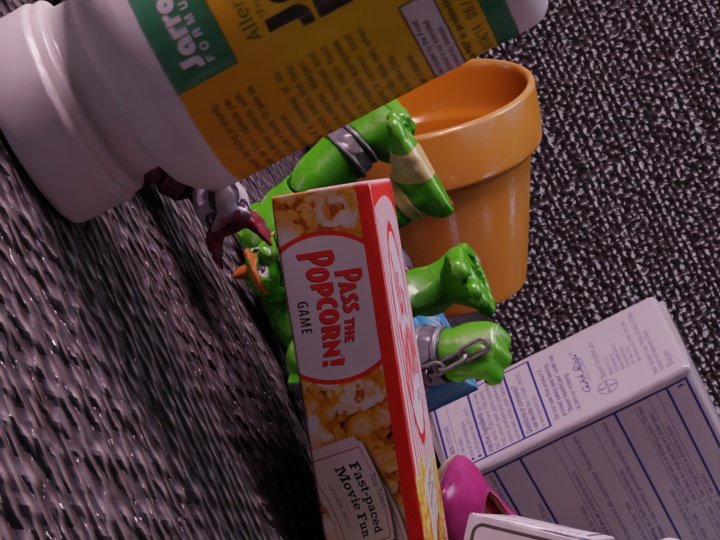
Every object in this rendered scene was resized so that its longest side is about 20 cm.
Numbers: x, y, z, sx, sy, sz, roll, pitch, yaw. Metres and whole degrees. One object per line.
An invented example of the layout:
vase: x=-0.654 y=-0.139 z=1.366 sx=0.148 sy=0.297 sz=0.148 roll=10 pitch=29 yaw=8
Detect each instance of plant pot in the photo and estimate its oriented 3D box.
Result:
plant pot: x=0.071 y=-0.066 z=1.711 sx=0.200 sy=0.200 sz=0.184 roll=-103 pitch=179 yaw=-68

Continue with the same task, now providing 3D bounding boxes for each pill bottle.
pill bottle: x=-0.040 y=-0.100 z=0.739 sx=0.113 sy=0.200 sz=0.113 roll=62 pitch=6 yaw=-11

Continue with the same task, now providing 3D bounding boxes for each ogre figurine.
ogre figurine: x=0.000 y=0.000 z=1.049 sx=0.200 sy=0.120 sz=0.098 roll=64 pitch=10 yaw=20

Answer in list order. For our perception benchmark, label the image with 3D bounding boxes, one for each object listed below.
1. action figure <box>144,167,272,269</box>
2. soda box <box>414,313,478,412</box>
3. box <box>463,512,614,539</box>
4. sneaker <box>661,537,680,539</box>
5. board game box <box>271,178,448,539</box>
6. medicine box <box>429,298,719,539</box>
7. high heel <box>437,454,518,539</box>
action figure: x=-0.095 y=-0.095 z=0.918 sx=0.149 sy=0.134 sz=0.200 roll=-19 pitch=-96 yaw=54
soda box: x=0.023 y=0.056 z=1.246 sx=0.064 sy=0.068 sz=0.200 roll=65 pitch=6 yaw=12
box: x=0.083 y=0.182 z=0.977 sx=0.200 sy=0.060 sz=0.117 roll=32 pitch=71 yaw=-78
sneaker: x=0.104 y=0.206 z=0.835 sx=0.075 sy=0.200 sz=0.100 roll=9 pitch=-19 yaw=42
board game box: x=0.003 y=0.059 z=0.902 sx=0.152 sy=0.046 sz=0.201 roll=-43 pitch=124 yaw=-84
medicine box: x=0.182 y=0.152 z=1.488 sx=0.182 sy=0.200 sz=0.103 roll=60 pitch=9 yaw=-30
high heel: x=0.080 y=0.167 z=1.149 sx=0.096 sy=0.067 sz=0.200 roll=31 pitch=-15 yaw=14
